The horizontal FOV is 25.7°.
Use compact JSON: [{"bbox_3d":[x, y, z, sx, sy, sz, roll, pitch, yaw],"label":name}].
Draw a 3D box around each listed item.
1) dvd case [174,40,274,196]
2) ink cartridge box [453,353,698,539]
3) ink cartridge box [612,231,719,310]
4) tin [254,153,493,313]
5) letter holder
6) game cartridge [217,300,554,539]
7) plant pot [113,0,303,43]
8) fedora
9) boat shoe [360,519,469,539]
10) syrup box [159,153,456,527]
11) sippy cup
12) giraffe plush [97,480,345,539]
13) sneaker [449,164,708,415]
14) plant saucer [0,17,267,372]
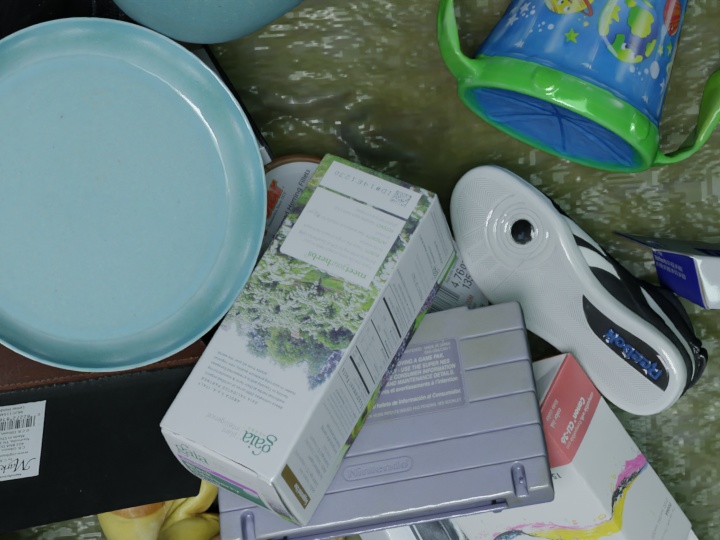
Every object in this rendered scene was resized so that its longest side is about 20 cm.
[{"bbox_3d":[-0.166,-0.067,0.991,0.200,0.143,0.018,-30,139,-2],"label":"dvd case"},{"bbox_3d":[0.134,0.159,1.039,0.116,0.068,0.200,-20,116,41],"label":"ink cartridge box"},{"bbox_3d":[0.274,0.006,1.061,0.199,0.099,0.039,6,98,-7],"label":"ink cartridge box"},{"bbox_3d":[0.000,0.000,1.036,0.200,0.042,0.112,29,58,-9],"label":"tin"},{"bbox_3d":[-0.208,0.072,0.945,0.199,0.142,0.101,-7,122,-30],"label":"letter holder"},{"bbox_3d":[0.010,0.094,0.957,0.199,0.038,0.130,-11,57,8],"label":"game cartridge"},{"bbox_3d":[-0.088,-0.211,0.907,0.199,0.201,0.135,12,132,-8],"label":"plant pot"},{"bbox_3d":[-0.229,-0.128,0.973,0.200,0.092,0.201,1,66,-3],"label":"fedora"},{"bbox_3d":[0.013,0.118,1.061,0.068,0.072,0.200,-28,90,-23],"label":"boat shoe"},{"bbox_3d":[-0.027,0.040,0.930,0.079,0.082,0.200,22,70,23],"label":"syrup box"},{"bbox_3d":[0.147,-0.149,1.019,0.178,0.139,0.131,29,80,-47],"label":"sippy cup"},{"bbox_3d":[-0.101,0.198,1.008,0.172,0.162,0.200,32,92,-10],"label":"giraffe plush"},{"bbox_3d":[0.146,0.010,1.057,0.073,0.112,0.200,-46,77,22],"label":"sneaker"},{"bbox_3d":[-0.152,-0.042,0.899,0.199,0.027,0.201,2,84,-22],"label":"plant saucer"}]
